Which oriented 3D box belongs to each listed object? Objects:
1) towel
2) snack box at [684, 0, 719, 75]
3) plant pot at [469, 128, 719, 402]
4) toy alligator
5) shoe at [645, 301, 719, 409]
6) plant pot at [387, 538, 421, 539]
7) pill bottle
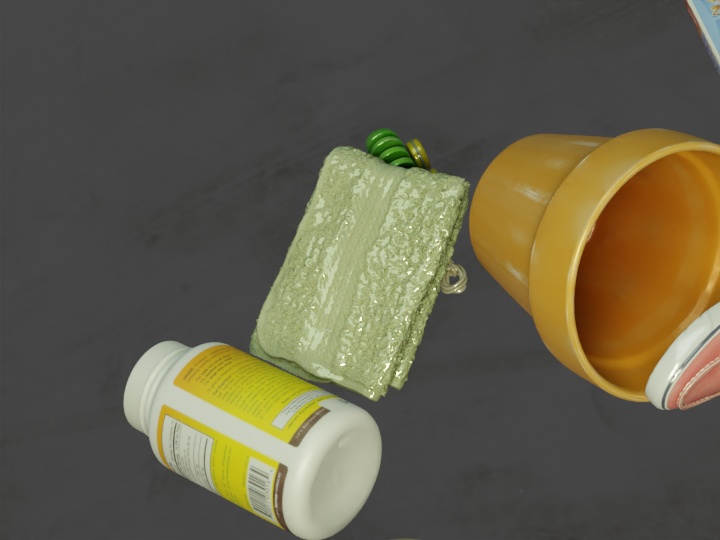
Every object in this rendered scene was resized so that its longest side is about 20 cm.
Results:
[{"bbox_3d":[0.000,0.000,1.763,0.148,0.036,0.201,17,77,29],"label":"towel"},{"bbox_3d":[0.341,-0.181,1.829,0.072,0.024,0.201,-21,48,4],"label":"snack box"},{"bbox_3d":[0.184,-0.023,1.658,0.200,0.201,0.183,-41,35,-15],"label":"plant pot"},{"bbox_3d":[0.043,-0.064,1.820,0.059,0.054,0.200,-26,48,-2],"label":"toy alligator"},{"bbox_3d":[0.310,0.060,1.589,0.200,0.072,0.091,-33,59,-23],"label":"shoe"},{"bbox_3d":[0.038,0.282,1.466,0.199,0.201,0.174,-22,30,2],"label":"plant pot"},{"bbox_3d":[-0.089,0.125,1.675,0.199,0.109,0.109,24,63,33],"label":"pill bottle"}]
